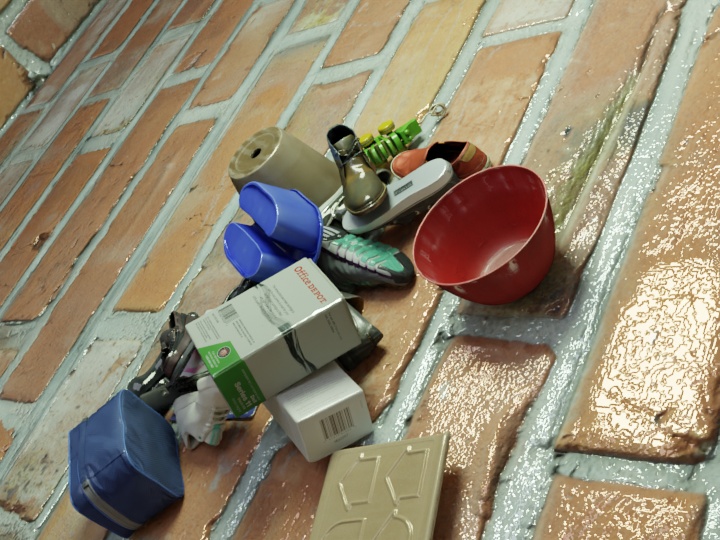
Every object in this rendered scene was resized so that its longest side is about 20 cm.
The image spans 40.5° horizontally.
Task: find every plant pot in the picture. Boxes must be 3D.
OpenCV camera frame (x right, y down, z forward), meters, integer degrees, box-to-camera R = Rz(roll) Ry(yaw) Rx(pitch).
[{"bbox_3d":[-0.127,-0.143,1.661,0.199,0.174,0.201,-27,38,23],"label":"plant pot"}]

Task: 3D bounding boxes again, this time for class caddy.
[{"bbox_3d":[-0.124,-0.051,1.480,0.200,0.105,0.142,43,112,55],"label":"caddy"}]

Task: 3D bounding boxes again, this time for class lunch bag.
[{"bbox_3d":[-0.362,0.288,1.466,0.132,0.136,0.200,-37,34,8],"label":"lunch bag"}]

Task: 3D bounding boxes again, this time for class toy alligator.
[{"bbox_3d":[0.063,-0.222,1.645,0.199,0.059,0.054,-31,24,4],"label":"toy alligator"}]

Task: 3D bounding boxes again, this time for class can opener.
[{"bbox_3d":[-0.324,0.160,1.641,0.201,0.078,0.063,-61,-6,-19],"label":"can opener"}]

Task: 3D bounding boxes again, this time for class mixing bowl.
[{"bbox_3d":[0.178,-0.029,1.282,0.199,0.108,0.201,-27,37,22],"label":"mixing bowl"}]

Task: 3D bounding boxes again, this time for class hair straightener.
[{"bbox_3d":[-0.271,0.185,1.504,0.199,0.041,0.077,-19,2,33],"label":"hair straightener"}]

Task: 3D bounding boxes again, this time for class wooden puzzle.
[{"bbox_3d":[0.023,0.291,1.157,0.199,0.046,0.186,-20,40,37],"label":"wooden puzzle"}]

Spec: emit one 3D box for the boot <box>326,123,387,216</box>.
[{"bbox_3d":[-0.016,-0.155,1.503,0.074,0.097,0.200,-31,24,6],"label":"boot"}]

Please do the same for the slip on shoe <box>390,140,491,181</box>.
[{"bbox_3d":[0.118,-0.176,1.546,0.199,0.061,0.074,8,60,51],"label":"slip on shoe"}]

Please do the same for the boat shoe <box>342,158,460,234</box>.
[{"bbox_3d":[0.067,-0.102,1.512,0.199,0.066,0.070,-31,41,21],"label":"boat shoe"}]

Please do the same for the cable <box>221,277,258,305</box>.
[{"bbox_3d":[-0.170,0.057,1.526,0.199,0.051,0.164,-28,39,18],"label":"cable"}]

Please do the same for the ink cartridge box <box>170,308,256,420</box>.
[{"bbox_3d":[-0.212,0.142,1.557,0.196,0.043,0.201,-10,45,39],"label":"ink cartridge box"}]

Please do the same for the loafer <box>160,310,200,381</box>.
[{"bbox_3d":[-0.288,0.113,1.517,0.072,0.063,0.200,-61,6,13],"label":"loafer"}]

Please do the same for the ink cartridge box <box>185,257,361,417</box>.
[{"bbox_3d":[-0.118,0.086,1.325,0.199,0.083,0.147,-30,33,-9],"label":"ink cartridge box"}]

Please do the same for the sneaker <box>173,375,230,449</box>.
[{"bbox_3d":[-0.215,0.210,1.437,0.200,0.075,0.089,-39,54,52],"label":"sneaker"}]

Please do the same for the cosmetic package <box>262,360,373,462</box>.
[{"bbox_3d":[-0.074,0.167,1.335,0.101,0.074,0.200,-23,28,-17],"label":"cosmetic package"}]

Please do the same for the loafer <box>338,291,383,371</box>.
[{"bbox_3d":[-0.026,0.064,1.435,0.072,0.073,0.200,-31,43,0],"label":"loafer"}]

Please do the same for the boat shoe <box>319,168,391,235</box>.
[{"bbox_3d":[-0.021,-0.093,1.587,0.064,0.071,0.200,5,55,52],"label":"boat shoe"}]

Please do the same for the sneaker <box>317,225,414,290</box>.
[{"bbox_3d":[0.000,0.000,1.492,0.199,0.088,0.074,25,31,37],"label":"sneaker"}]
